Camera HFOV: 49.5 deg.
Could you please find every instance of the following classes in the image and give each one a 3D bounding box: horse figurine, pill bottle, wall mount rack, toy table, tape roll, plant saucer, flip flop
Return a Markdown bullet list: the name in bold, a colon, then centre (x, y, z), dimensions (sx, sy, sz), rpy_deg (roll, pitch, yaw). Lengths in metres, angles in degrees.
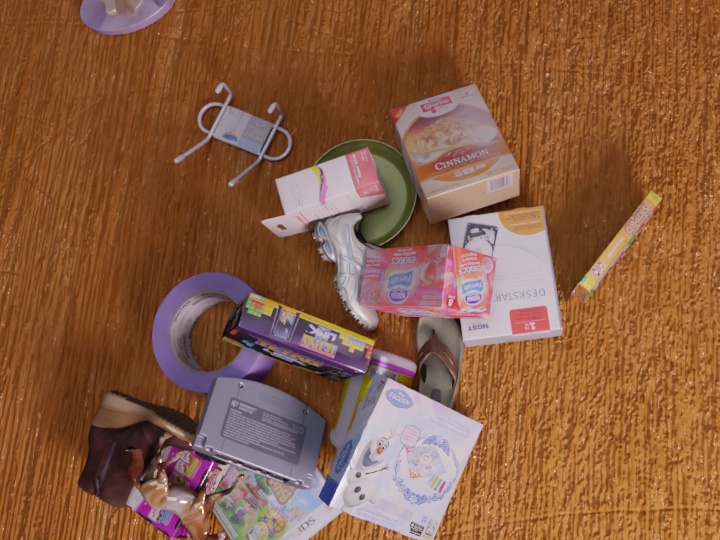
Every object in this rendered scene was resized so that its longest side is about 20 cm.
- **horse figurine**: centre (-0.273, 0.331, 1.182), dimensions (0.200, 0.050, 0.133), rpy_deg (31, 102, -7)
- **pill bottle**: centre (0.014, 0.227, 1.224), dimensions (0.104, 0.104, 0.201), rpy_deg (15, 80, 14)
- **wall mount rack**: centre (-0.231, -0.237, 1.400), dimensions (0.200, 0.075, 0.174), rpy_deg (24, 83, 16)
- **toy table**: centre (-0.466, -0.541, 1.500), dimensions (0.200, 0.117, 0.184), rpy_deg (-26, 73, 4)
- **tape roll**: centre (-0.241, 0.109, 1.315), dimensions (0.199, 0.085, 0.201), rpy_deg (-3, 75, 11)
- **plant saucer**: centre (0.000, -0.128, 1.350), dimensions (0.199, 0.031, 0.201), rpy_deg (-3, 76, 12)
- **flip flop**: centre (0.120, 0.155, 1.243), dimensions (0.081, 0.058, 0.201), rpy_deg (4, 77, 12)

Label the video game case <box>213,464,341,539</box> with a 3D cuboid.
- **video game case**: centre (-0.152, 0.359, 1.268), dimensions (0.182, 0.022, 0.200), rpy_deg (-39, 72, 0)

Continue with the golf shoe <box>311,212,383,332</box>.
- **golf shoe**: centre (0.000, 0.000, 1.279), dimensions (0.097, 0.078, 0.200), rpy_deg (-24, 90, 8)

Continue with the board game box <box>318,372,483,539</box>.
- **board game box**: centre (0.065, 0.283, 1.169), dimensions (0.200, 0.043, 0.199), rpy_deg (30, 82, -28)

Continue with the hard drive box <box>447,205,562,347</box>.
- **hard drive box**: centre (0.230, 0.011, 1.247), dimensions (0.155, 0.077, 0.201), rpy_deg (-9, 75, 10)

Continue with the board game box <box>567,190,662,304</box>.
- **board game box**: centre (0.392, -0.028, 1.212), dimensions (0.030, 0.096, 0.200), rpy_deg (40, 87, 17)

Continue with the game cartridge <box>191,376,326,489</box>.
- **game cartridge**: centre (-0.153, 0.248, 1.223), dimensions (0.200, 0.040, 0.134), rpy_deg (27, 58, -19)

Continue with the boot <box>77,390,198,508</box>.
- **boot**: centre (-0.348, 0.296, 1.238), dimensions (0.200, 0.072, 0.167), rpy_deg (17, 92, 20)

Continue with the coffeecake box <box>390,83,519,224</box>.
- **coffeecake box**: centre (0.152, -0.193, 1.277), dimensions (0.153, 0.073, 0.200), rpy_deg (-18, 57, -1)

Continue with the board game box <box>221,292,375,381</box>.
- **board game box**: centre (-0.099, 0.106, 1.184), dimensions (0.200, 0.165, 0.057), rpy_deg (22, 73, -12)

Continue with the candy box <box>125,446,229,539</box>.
- **candy box**: centre (-0.331, 0.326, 1.279), dimensions (0.200, 0.061, 0.137), rpy_deg (26, 83, 25)

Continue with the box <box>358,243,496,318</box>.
- **box**: centre (0.099, 0.019, 1.197), dimensions (0.200, 0.102, 0.095), rpy_deg (-2, 76, 53)

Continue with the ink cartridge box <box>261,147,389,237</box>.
- **ink cartridge box**: centre (-0.063, -0.124, 1.285), dimensions (0.199, 0.116, 0.068), rpy_deg (-18, 75, 6)
